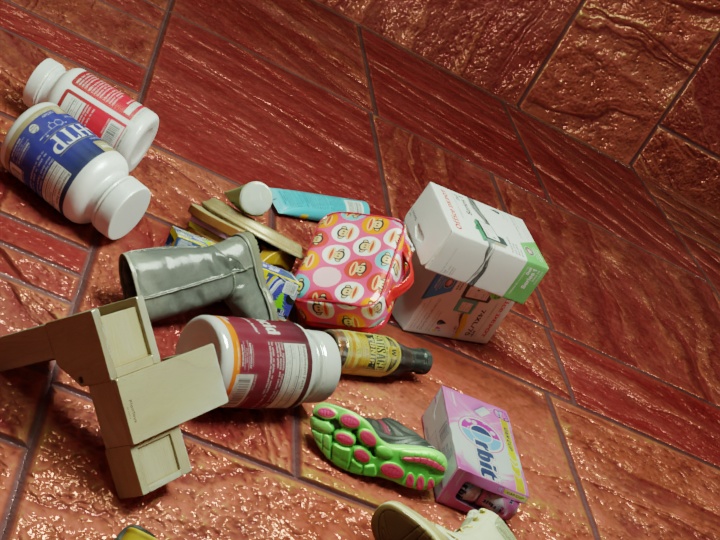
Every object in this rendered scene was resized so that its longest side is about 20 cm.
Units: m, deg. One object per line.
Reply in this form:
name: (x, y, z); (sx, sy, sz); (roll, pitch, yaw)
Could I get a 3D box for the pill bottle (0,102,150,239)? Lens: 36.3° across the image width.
pill bottle: (-0.403, -0.138, 1.570); (0.199, 0.120, 0.120); (37, 24, 11)

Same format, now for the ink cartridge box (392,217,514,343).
ink cartridge box: (0.153, 0.017, 1.902); (0.199, 0.147, 0.146); (11, 32, -37)

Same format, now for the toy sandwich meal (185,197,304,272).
toy sandwich meal: (-0.180, -0.046, 1.720); (0.204, 0.071, 0.205); (29, 0, 0)

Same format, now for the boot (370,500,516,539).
boot: (0.111, 0.332, 1.344); (0.200, 0.072, 0.155); (39, 25, 4)

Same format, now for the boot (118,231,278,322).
boot: (-0.218, 0.043, 1.485); (0.199, 0.072, 0.183); (-19, 92, -43)

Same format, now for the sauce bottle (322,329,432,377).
sauce bottle: (0.025, 0.126, 1.641); (0.199, 0.066, 0.066); (8, 33, -40)

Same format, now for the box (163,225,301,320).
box: (-0.191, 0.005, 1.597); (0.199, 0.065, 0.070); (23, 7, -21)

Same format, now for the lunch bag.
lunch bag: (0.000, 0.000, 1.687); (0.175, 0.082, 0.201); (6, 48, 20)

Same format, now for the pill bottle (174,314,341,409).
pill bottle: (-0.128, 0.120, 1.410); (0.199, 0.115, 0.114); (8, 33, -43)

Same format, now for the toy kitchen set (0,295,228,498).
toy kitchen set: (-0.276, 0.140, 1.250); (0.163, 0.179, 0.202); (-18, 93, -56)

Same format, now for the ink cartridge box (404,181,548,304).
ink cartridge box: (0.186, -0.044, 1.779); (0.199, 0.085, 0.147); (20, 30, -28)

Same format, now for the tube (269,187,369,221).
tube: (-0.077, -0.116, 2.013); (0.199, 0.051, 0.078); (8, 29, -34)

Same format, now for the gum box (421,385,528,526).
gum box: (0.159, 0.261, 1.540); (0.113, 0.066, 0.201); (23, 26, -15)

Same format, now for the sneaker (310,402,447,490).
sneaker: (0.018, 0.230, 1.447); (0.199, 0.077, 0.084); (28, 6, -16)

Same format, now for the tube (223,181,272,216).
tube: (-0.175, -0.108, 1.736); (0.051, 0.059, 0.200); (-19, 5, -11)

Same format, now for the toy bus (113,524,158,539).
toy bus: (-0.191, 0.334, 0.903); (0.135, 0.200, 0.193); (32, 60, 3)

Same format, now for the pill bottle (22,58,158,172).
pill bottle: (-0.433, -0.251, 1.758); (0.199, 0.113, 0.112); (32, 24, 0)
